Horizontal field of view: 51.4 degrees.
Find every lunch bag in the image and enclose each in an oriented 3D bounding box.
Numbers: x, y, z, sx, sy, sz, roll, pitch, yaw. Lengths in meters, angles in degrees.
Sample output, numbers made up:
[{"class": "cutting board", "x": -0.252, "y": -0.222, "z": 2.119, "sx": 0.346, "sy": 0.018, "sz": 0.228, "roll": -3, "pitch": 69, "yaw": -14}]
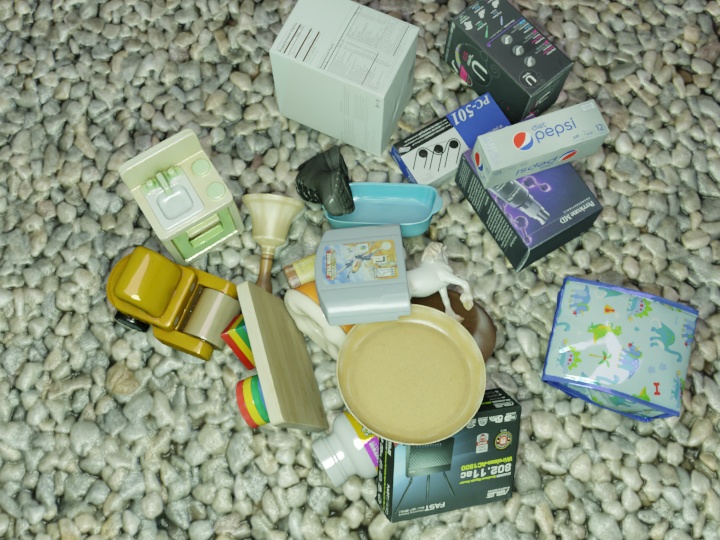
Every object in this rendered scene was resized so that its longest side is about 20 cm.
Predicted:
[{"class": "lunch bag", "x": 0.381, "y": 0.117, "z": 1.129, "sx": 0.198, "sy": 0.128, "sz": 0.171, "roll": 19, "pitch": 72, "yaw": -4}]

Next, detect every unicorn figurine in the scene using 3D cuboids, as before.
[{"class": "unicorn figurine", "x": 0.102, "y": 0.023, "z": 1.119, "sx": 0.199, "sy": 0.074, "sz": 0.138, "roll": -10, "pitch": 57, "yaw": -37}]

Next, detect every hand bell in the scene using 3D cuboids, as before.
[{"class": "hand bell", "x": -0.152, "y": -0.015, "z": 1.208, "sx": 0.103, "sy": 0.104, "sz": 0.202, "roll": 5, "pitch": 82, "yaw": 2}]

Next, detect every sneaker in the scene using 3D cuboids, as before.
[{"class": "sneaker", "x": -0.061, "y": -0.133, "z": 1.206, "sx": 0.090, "sy": 0.200, "sz": 0.076, "roll": -18, "pitch": 116, "yaw": 4}]

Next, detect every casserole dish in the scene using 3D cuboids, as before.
[{"class": "casserole dish", "x": 0.036, "y": -0.096, "z": 1.217, "sx": 0.198, "sy": 0.039, "sz": 0.122, "roll": 4, "pitch": 38, "yaw": 15}]

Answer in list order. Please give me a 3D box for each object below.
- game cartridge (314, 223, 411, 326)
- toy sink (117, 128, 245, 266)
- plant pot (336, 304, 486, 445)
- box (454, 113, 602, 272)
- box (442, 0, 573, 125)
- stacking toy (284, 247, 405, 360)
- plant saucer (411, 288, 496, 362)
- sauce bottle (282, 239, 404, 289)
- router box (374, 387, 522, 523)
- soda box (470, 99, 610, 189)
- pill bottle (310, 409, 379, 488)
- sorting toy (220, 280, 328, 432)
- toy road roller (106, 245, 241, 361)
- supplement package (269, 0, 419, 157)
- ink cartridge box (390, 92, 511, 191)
[{"class": "game cartridge", "x": 0.000, "y": 0.000, "z": 1.076, "sx": 0.132, "sy": 0.042, "sz": 0.201, "roll": -2, "pitch": 37, "yaw": -1}, {"class": "toy sink", "x": -0.271, "y": -0.104, "z": 1.169, "sx": 0.130, "sy": 0.200, "sz": 0.112, "roll": -32, "pitch": 73, "yaw": -11}, {"class": "plant pot", "x": 0.066, "y": 0.138, "z": 0.996, "sx": 0.198, "sy": 0.028, "sz": 0.202, "roll": 1, "pitch": 59, "yaw": -2}, {"class": "box", "x": 0.270, "y": -0.126, "z": 1.225, "sx": 0.147, "sy": 0.104, "sz": 0.201, "roll": -30, "pitch": 73, "yaw": -10}, {"class": "box", "x": 0.250, "y": -0.362, "z": 1.296, "sx": 0.106, "sy": 0.122, "sz": 0.200, "roll": -38, "pitch": 75, "yaw": -13}, {"class": "stacking toy", "x": -0.006, "y": 0.026, "z": 1.146, "sx": 0.146, "sy": 0.146, "sz": 0.200, "roll": 39, "pitch": 72, "yaw": 13}, {"class": "plant saucer", "x": 0.107, "y": 0.085, "z": 1.136, "sx": 0.198, "sy": 0.037, "sz": 0.201, "roll": -3, "pitch": 38, "yaw": 3}, {"class": "sauce bottle", "x": -0.025, "y": -0.014, "z": 1.207, "sx": 0.198, "sy": 0.066, "sz": 0.066, "roll": -22, "pitch": 72, "yaw": -6}, {"class": "router box", "x": 0.123, "y": 0.257, "z": 1.050, "sx": 0.198, "sy": 0.062, "sz": 0.151, "roll": -5, "pitch": 109, "yaw": -19}, {"class": "soda box", "x": 0.275, "y": -0.194, "z": 1.157, "sx": 0.198, "sy": 0.068, "sz": 0.064, "roll": -19, "pitch": 73, "yaw": -7}, {"class": "pill bottle", "x": 0.030, "y": 0.235, "z": 1.101, "sx": 0.199, "sy": 0.104, "sz": 0.105, "roll": -31, "pitch": 73, "yaw": -10}, {"class": "sorting toy", "x": -0.133, "y": 0.139, "z": 1.092, "sx": 0.069, "sy": 0.199, "sz": 0.202, "roll": -20, "pitch": 71, "yaw": 10}, {"class": "toy road roller", "x": -0.292, "y": 0.042, "z": 1.146, "sx": 0.198, "sy": 0.146, "sz": 0.124, "roll": 20, "pitch": 72, "yaw": 7}, {"class": "supplement package", "x": -0.024, "y": -0.328, "z": 1.249, "sx": 0.199, "sy": 0.191, "sz": 0.148, "roll": 24, "pitch": 72, "yaw": 8}, {"class": "ink cartridge box", "x": 0.160, "y": -0.217, "z": 1.288, "sx": 0.199, "sy": 0.044, "sz": 0.094, "roll": -29, "pitch": 75, "yaw": -10}]
